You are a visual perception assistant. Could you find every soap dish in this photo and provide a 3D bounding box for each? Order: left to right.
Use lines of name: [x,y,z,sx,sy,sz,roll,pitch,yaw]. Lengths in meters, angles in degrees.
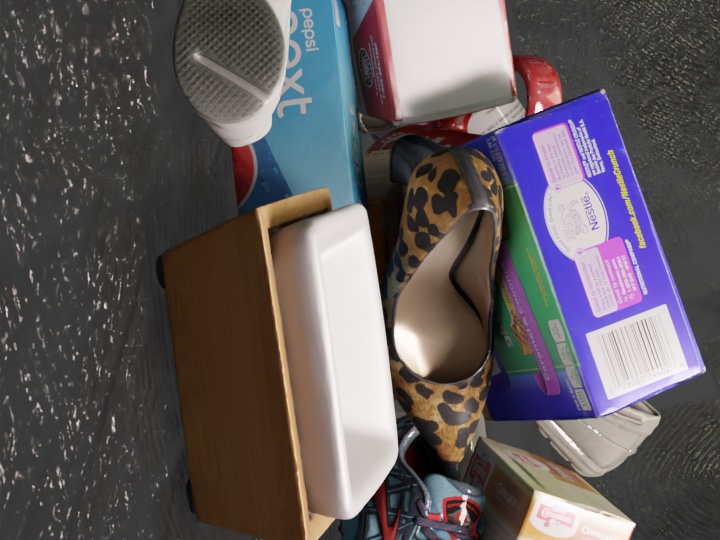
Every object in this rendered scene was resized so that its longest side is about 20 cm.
soap dish: [-0.037,0.043,1.051,0.200,0.081,0.158,-29,112,-80]

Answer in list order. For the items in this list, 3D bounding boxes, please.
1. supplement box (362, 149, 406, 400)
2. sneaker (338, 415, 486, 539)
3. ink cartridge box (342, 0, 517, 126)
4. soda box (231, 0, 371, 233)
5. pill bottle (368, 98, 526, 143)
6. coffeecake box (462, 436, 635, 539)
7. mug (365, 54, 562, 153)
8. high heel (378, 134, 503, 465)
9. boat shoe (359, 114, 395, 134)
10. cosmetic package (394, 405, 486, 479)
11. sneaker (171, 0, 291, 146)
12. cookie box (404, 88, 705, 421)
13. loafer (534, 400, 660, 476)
supplement box: [0.000,0.000,1.352,0.200,0.073,0.126,-63,146,-75]
sneaker: [0.034,0.168,1.323,0.079,0.095,0.200,25,41,-33]
ink cartridge box: [0.011,-0.174,1.289,0.200,0.083,0.147,-155,-127,-68]
soda box: [-0.034,-0.056,1.191,0.064,0.068,0.201,32,52,-80]
pill bottle: [0.096,-0.077,1.675,0.200,0.113,0.113,55,13,-6]
coffeecake box: [0.089,0.224,1.359,0.154,0.073,0.201,-139,-111,-78]
mug: [0.094,-0.056,1.514,0.133,0.178,0.200,34,-6,-28]
high heel: [0.051,0.027,1.185,0.143,0.071,0.201,-142,-136,-74]
boat shoe: [-0.004,-0.199,1.522,0.072,0.060,0.202,-51,133,-78]
cosmetic package: [0.057,0.195,1.540,0.107,0.090,0.201,19,62,-80]
sneaker: [-0.068,-0.159,1.096,0.080,0.070,0.201,86,6,-74]
cookie box: [0.107,-0.002,1.247,0.200,0.075,0.172,161,-91,-76]
loafer: [0.118,0.052,1.389,0.200,0.070,0.070,44,17,-25]
